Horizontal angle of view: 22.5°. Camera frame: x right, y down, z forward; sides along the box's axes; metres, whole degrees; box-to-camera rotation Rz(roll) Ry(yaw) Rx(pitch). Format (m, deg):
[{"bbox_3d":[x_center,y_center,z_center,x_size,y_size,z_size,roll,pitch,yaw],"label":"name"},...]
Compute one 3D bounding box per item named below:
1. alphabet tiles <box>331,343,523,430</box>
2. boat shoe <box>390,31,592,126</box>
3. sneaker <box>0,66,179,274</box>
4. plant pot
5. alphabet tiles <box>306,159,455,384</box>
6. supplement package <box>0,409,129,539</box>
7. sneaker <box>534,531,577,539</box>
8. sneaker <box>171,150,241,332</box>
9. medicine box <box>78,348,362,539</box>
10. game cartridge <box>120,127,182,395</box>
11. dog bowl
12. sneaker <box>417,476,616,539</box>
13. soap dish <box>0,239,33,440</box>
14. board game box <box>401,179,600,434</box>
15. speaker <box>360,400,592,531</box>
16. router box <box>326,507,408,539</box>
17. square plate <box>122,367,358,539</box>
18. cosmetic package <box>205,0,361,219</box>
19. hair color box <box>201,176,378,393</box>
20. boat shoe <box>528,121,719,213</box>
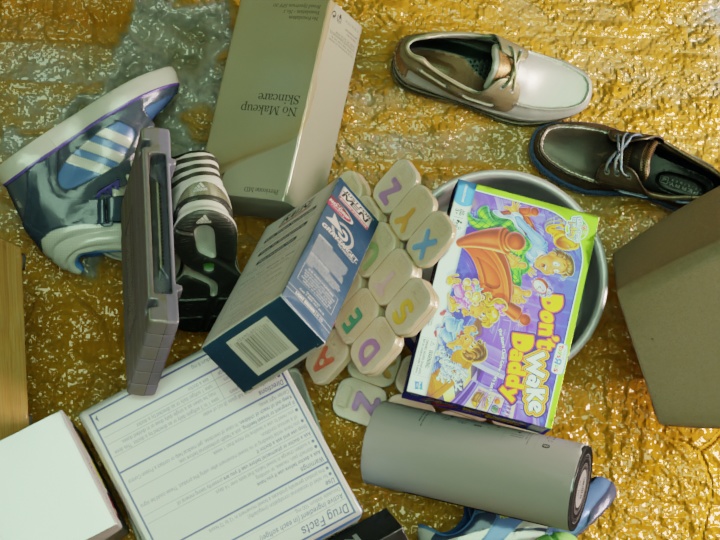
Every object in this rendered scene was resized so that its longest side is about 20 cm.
[{"bbox_3d":[0.081,0.112,1.721,0.195,0.015,0.200,20,79,-1],"label":"alphabet tiles"},{"bbox_3d":[0.130,-0.187,1.750,0.200,0.068,0.075,7,80,-3],"label":"boat shoe"},{"bbox_3d":[-0.227,-0.085,1.706,0.200,0.081,0.147,-34,95,-15],"label":"sneaker"},{"bbox_3d":[0.334,0.036,1.653,0.177,0.200,0.200,-17,104,11],"label":"plant pot"},{"bbox_3d":[0.000,0.000,1.655,0.196,0.015,0.200,-49,44,18],"label":"alphabet tiles"},{"bbox_3d":[-0.277,0.203,1.581,0.109,0.200,0.114,-27,84,-8],"label":"supplement package"},{"bbox_3d":[0.187,0.333,1.629,0.077,0.084,0.200,-19,115,-6],"label":"sneaker"},{"bbox_3d":[-0.143,-0.035,1.658,0.075,0.201,0.116,-2,55,-8],"label":"sneaker"},{"bbox_3d":[-0.125,0.177,1.619,0.182,0.103,0.200,-27,83,-9],"label":"medicine box"},{"bbox_3d":[-0.182,-0.007,1.570,0.038,0.130,0.200,1,57,-12],"label":"game cartridge"},{"bbox_3d":[0.126,0.011,1.696,0.200,0.079,0.201,1,79,-5],"label":"dog bowl"},{"bbox_3d":[0.143,0.233,1.676,0.200,0.074,0.082,-27,81,-10],"label":"sneaker"},{"bbox_3d":[-0.349,0.071,1.629,0.081,0.157,0.200,0,79,-21],"label":"soap dish"},{"bbox_3d":[0.126,0.033,1.628,0.134,0.045,0.200,14,78,-2],"label":"board game box"},{"bbox_3d":[0.103,0.174,1.633,0.200,0.081,0.081,11,79,18],"label":"speaker"},{"bbox_3d":[-0.026,0.330,1.622,0.200,0.052,0.157,-27,111,-9],"label":"router box"},{"bbox_3d":[-0.115,0.217,1.680,0.198,0.028,0.200,-20,82,-8],"label":"square plate"},{"bbox_3d":[-0.076,-0.153,1.708,0.103,0.073,0.200,5,76,28],"label":"cosmetic package"},{"bbox_3d":[-0.057,0.010,1.573,0.100,0.200,0.061,-32,109,31],"label":"hair color box"},{"bbox_3d":[0.263,-0.106,1.744,0.200,0.072,0.072,13,79,-2],"label":"boat shoe"}]
